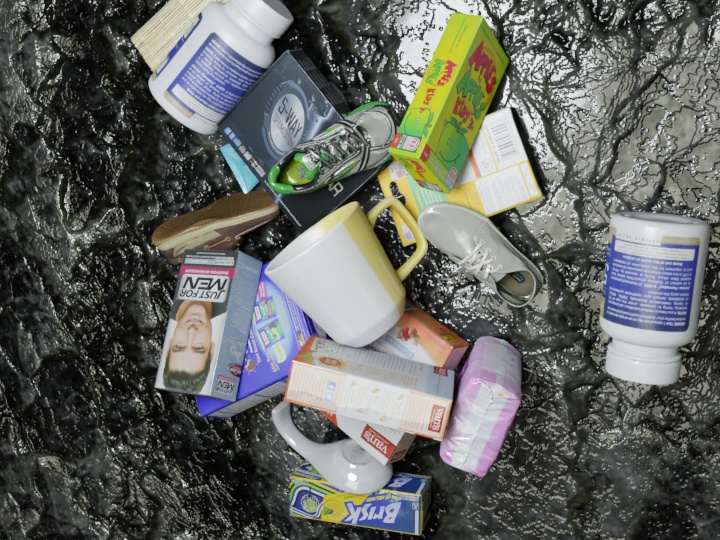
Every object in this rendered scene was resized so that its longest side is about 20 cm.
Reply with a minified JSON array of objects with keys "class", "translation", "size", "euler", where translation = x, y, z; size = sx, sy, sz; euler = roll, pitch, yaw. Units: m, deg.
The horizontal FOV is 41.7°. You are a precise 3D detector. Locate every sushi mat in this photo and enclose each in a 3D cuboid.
[{"class":"sushi mat","translation":[-0.239,-0.361,1.365],"size":[0.200,0.012,0.096],"euler":[-37,87,19]}]

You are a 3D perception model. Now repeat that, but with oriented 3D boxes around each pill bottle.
[{"class":"pill bottle","translation":[-0.188,-0.298,1.304],"size":[0.120,0.120,0.200],"euler":[46,109,5]},{"class":"pill bottle","translation":[0.363,0.033,1.180],"size":[0.120,0.120,0.200],"euler":[7,101,16]}]

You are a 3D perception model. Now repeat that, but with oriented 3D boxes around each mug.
[{"class":"mug","translation":[-0.005,0.005,1.219],"size":[0.186,0.149,0.153],"euler":[-34,100,15]}]

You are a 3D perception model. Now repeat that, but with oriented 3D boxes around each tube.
[{"class":"tube","translation":[-0.109,-0.193,1.340],"size":[0.200,0.050,0.078],"euler":[-32,78,24]}]

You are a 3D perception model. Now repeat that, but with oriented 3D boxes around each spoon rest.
[{"class":"spoon rest","translation":[-0.043,0.261,1.378],"size":[0.200,0.099,0.061],"euler":[29,132,25]}]

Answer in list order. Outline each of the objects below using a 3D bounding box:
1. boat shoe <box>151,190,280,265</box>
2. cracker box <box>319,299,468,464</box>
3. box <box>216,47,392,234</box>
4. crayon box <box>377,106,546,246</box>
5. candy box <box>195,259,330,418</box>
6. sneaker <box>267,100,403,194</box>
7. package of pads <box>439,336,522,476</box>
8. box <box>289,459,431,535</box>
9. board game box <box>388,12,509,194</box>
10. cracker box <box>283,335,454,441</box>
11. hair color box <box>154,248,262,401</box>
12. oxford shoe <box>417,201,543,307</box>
[{"class":"boat shoe","translation":[-0.203,-0.056,1.385],"size":[0.200,0.072,0.072],"euler":[-19,124,9]},{"class":"cracker box","translation":[0.042,0.149,1.316],"size":[0.134,0.058,0.200],"euler":[36,109,25]},{"class":"box","translation":[-0.079,-0.172,1.284],"size":[0.160,0.044,0.200],"euler":[-39,88,29]},{"class":"crayon box","translation":[0.132,-0.125,1.269],"size":[0.200,0.052,0.126],"euler":[-20,92,19]},{"class":"candy box","translation":[-0.152,0.098,1.352],"size":[0.200,0.077,0.169],"euler":[-26,66,18]},{"class":"sneaker","translation":[-0.031,-0.145,1.197],"size":[0.200,0.085,0.078],"euler":[-29,93,28]},{"class":"package of pads","translation":[0.159,0.170,1.230],"size":[0.076,0.200,0.121],"euler":[25,106,4]},{"class":"box","translation":[0.000,0.329,1.376],"size":[0.200,0.070,0.064],"euler":[3,102,17]},{"class":"board game box","translation":[0.114,-0.210,1.190],"size":[0.048,0.102,0.200],"euler":[18,78,34]},{"class":"cracker box","translation":[0.016,0.145,1.186],"size":[0.200,0.134,0.058],"euler":[13,100,5]},{"class":"hair color box","translation":[-0.210,0.074,1.309],"size":[0.099,0.061,0.200],"euler":[3,76,30]},{"class":"oxford shoe","translation":[0.161,-0.020,1.241],"size":[0.200,0.058,0.075],"euler":[36,121,-13]}]
